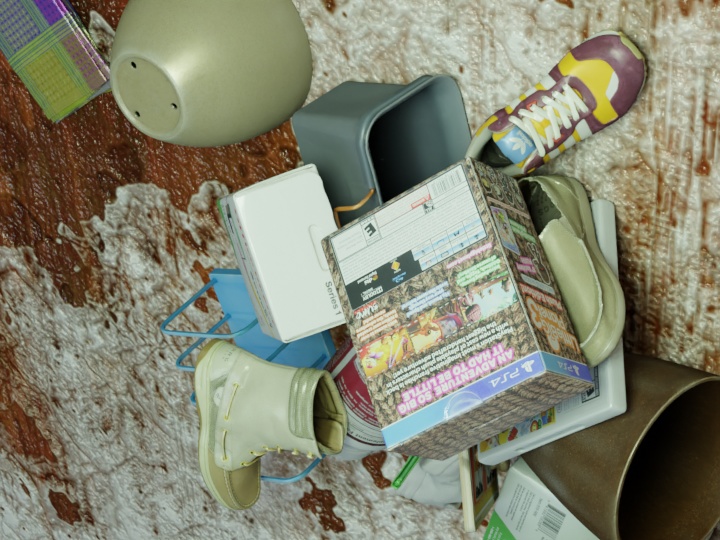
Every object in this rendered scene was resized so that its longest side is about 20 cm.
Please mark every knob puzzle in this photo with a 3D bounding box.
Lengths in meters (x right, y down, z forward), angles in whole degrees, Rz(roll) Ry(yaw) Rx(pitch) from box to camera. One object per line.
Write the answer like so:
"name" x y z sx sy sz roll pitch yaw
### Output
"knob puzzle" 0.120 0.136 1.697 0.030 0.220 0.221 -4 122 13

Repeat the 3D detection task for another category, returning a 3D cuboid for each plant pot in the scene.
"plant pot" 0.224 0.148 1.617 0.200 0.186 0.188 27 138 43
"plant pot" -0.165 -0.199 1.696 0.199 0.134 0.201 22 133 26

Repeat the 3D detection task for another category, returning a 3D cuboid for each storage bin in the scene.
"storage bin" 0.015 -0.080 1.643 0.134 0.145 0.201 15 131 45

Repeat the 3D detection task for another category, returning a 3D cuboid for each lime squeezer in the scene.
"lime squeezer" 0.072 0.150 1.705 0.038 0.070 0.200 49 154 10

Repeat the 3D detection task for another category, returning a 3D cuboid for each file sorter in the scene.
"file sorter" -0.111 0.115 1.907 0.138 0.123 0.201 1 121 39

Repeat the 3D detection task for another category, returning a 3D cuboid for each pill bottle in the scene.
"pill bottle" 0.022 0.114 1.797 0.113 0.113 0.200 44 140 4

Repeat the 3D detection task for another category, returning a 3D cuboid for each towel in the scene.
"towel" -0.348 -0.261 1.893 0.143 0.023 0.201 -23 103 49

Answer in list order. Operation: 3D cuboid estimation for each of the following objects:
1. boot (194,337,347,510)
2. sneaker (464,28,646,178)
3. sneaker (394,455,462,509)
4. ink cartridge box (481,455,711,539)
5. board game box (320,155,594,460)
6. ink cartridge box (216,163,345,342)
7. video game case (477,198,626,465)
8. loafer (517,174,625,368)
"boot" -0.088 0.174 1.792 0.154 0.072 0.201 12 122 28
"sneaker" 0.164 -0.129 1.499 0.075 0.090 0.200 48 140 -1
"sneaker" 0.104 0.203 1.830 0.088 0.076 0.200 28 156 -2
"ink cartridge box" 0.235 0.270 1.757 0.199 0.083 0.147 33 138 16
"board game box" 0.080 0.035 1.477 0.159 0.097 0.201 -28 67 25
"ink cartridge box" -0.069 -0.016 1.651 0.200 0.084 0.146 -177 67 -81
"video game case" 0.168 0.058 1.588 0.023 0.201 0.182 16 151 -32
"loafer" 0.172 -0.003 1.523 0.068 0.201 0.076 17 133 -32
